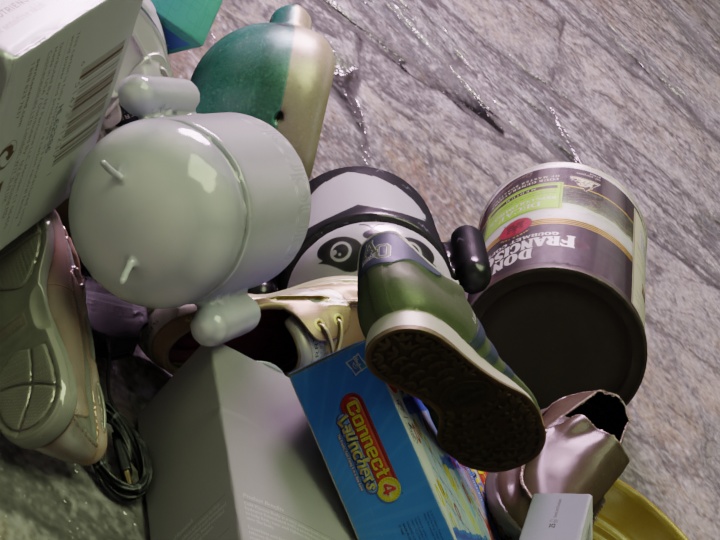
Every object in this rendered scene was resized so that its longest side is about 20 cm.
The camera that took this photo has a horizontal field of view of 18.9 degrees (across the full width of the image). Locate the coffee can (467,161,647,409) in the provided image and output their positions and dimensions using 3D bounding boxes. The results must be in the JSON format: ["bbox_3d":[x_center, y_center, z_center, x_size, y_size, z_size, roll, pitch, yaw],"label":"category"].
[{"bbox_3d":[0.158,0.019,1.742,0.146,0.146,0.200,38,25,-11],"label":"coffee can"}]

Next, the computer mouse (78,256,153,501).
[{"bbox_3d":[-0.161,0.063,1.347,0.058,0.034,0.201,17,42,-29],"label":"computer mouse"}]

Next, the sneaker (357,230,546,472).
[{"bbox_3d":[0.054,0.045,1.311,0.200,0.067,0.090,45,27,-52],"label":"sneaker"}]

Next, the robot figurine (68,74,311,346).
[{"bbox_3d":[-0.104,-0.039,1.322,0.200,0.112,0.170,-17,86,-66],"label":"robot figurine"}]

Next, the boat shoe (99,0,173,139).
[{"bbox_3d":[-0.158,-0.124,1.500,0.200,0.073,0.066,62,9,-47],"label":"boat shoe"}]

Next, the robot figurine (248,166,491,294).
[{"bbox_3d":[0.001,-0.002,1.544,0.125,0.150,0.200,43,13,-20],"label":"robot figurine"}]

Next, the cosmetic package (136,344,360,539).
[{"bbox_3d":[-0.064,0.147,1.290,0.107,0.090,0.200,30,26,-29],"label":"cosmetic package"}]

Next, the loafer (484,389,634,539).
[{"bbox_3d":[0.135,0.127,1.426,0.073,0.071,0.200,46,24,-9],"label":"loafer"}]

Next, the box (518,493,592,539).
[{"bbox_3d":[0.115,0.257,1.288,0.156,0.041,0.201,-60,146,-64],"label":"box"}]

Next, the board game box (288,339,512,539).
[{"bbox_3d":[0.043,0.149,1.355,0.201,0.056,0.196,66,11,11],"label":"board game box"}]

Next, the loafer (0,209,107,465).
[{"bbox_3d":[-0.194,0.033,1.306,0.063,0.072,0.201,41,25,-46],"label":"loafer"}]

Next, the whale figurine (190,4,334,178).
[{"bbox_3d":[-0.082,-0.127,1.637,0.103,0.160,0.200,11,8,-8],"label":"whale figurine"}]

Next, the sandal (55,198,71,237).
[{"bbox_3d":[-0.209,-0.060,1.404,0.211,0.078,0.070,17,34,-33],"label":"sandal"}]

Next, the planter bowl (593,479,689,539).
[{"bbox_3d":[0.170,0.236,1.498,0.200,0.083,0.201,35,27,-20],"label":"planter bowl"}]

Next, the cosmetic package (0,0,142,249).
[{"bbox_3d":[-0.259,-0.128,1.246,0.199,0.168,0.166,29,34,10],"label":"cosmetic package"}]

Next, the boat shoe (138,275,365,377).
[{"bbox_3d":[-0.044,0.048,1.407,0.199,0.074,0.066,-4,22,-14],"label":"boat shoe"}]

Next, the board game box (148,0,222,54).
[{"bbox_3d":[-0.219,-0.218,1.530,0.200,0.152,0.045,34,66,-32],"label":"board game box"}]
